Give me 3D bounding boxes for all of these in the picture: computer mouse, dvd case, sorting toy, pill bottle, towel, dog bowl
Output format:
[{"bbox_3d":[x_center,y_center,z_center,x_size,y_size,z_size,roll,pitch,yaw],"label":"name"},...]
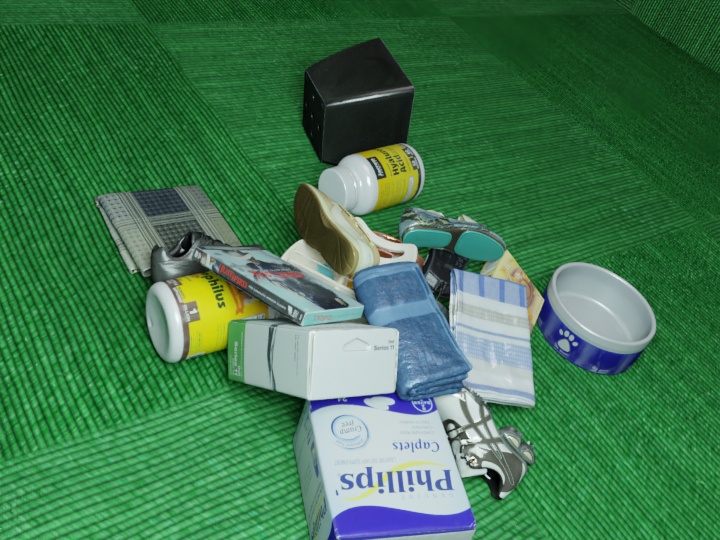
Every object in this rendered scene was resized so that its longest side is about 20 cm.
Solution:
[{"bbox_3d":[0.111,0.000,1.280,0.137,0.046,0.203,23,50,-11],"label":"computer mouse"},{"bbox_3d":[-0.108,0.016,1.011,0.197,0.023,0.145,27,14,28],"label":"dvd case"},{"bbox_3d":[0.000,0.000,1.182,0.196,0.108,0.181,26,57,16],"label":"sorting toy"},{"bbox_3d":[0.020,-0.167,1.426,0.197,0.113,0.111,-21,54,-39],"label":"pill bottle"},{"bbox_3d":[0.197,0.100,1.142,0.143,0.024,0.205,13,62,-19],"label":"towel"},{"bbox_3d":[-0.195,0.054,1.076,0.196,0.111,0.110,-13,49,-35],"label":"pill bottle"},{"bbox_3d":[-0.307,-0.064,1.232,0.189,0.035,0.201,-11,47,-38],"label":"towel"},{"bbox_3d":[0.414,0.083,1.342,0.195,0.080,0.203,12,39,-10],"label":"dog bowl"},{"bbox_3d":[0.066,0.076,1.030,0.109,0.049,0.203,-7,54,-23],"label":"towel"}]

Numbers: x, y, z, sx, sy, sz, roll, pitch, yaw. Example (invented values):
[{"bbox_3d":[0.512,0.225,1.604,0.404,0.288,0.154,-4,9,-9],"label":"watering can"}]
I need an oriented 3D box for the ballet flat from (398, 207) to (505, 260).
[{"bbox_3d":[0.154,-0.068,1.275,0.195,0.075,0.075,11,39,-22],"label":"ballet flat"}]

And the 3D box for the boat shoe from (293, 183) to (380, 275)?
[{"bbox_3d":[-0.038,-0.060,1.138,0.065,0.075,0.201,2,38,-37],"label":"boat shoe"}]

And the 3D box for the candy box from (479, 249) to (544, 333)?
[{"bbox_3d":[0.233,0.068,1.261,0.116,0.055,0.201,50,40,-9],"label":"candy box"}]

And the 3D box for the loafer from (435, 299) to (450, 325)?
[{"bbox_3d":[0.130,0.116,1.175,0.199,0.063,0.072,43,63,13],"label":"loafer"}]

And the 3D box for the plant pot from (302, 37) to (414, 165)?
[{"bbox_3d":[-0.016,-0.322,1.538,0.173,0.203,0.202,-12,47,-18],"label":"plant pot"}]

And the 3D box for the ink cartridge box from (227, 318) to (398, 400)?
[{"bbox_3d":[-0.064,0.110,0.989,0.144,0.086,0.198,2,-1,-38],"label":"ink cartridge box"}]

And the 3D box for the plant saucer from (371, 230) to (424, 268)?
[{"bbox_3d":[0.029,0.008,1.292,0.195,0.033,0.203,14,40,-11],"label":"plant saucer"}]

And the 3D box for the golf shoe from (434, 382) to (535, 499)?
[{"bbox_3d":[0.147,0.227,1.035,0.199,0.078,0.095,39,64,-1],"label":"golf shoe"}]

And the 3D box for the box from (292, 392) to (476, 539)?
[{"bbox_3d":[0.023,0.261,0.941,0.179,0.106,0.203,3,43,-20],"label":"box"}]

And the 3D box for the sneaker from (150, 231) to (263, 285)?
[{"bbox_3d":[-0.227,-0.019,1.147,0.197,0.093,0.075,-19,19,-41],"label":"sneaker"}]
